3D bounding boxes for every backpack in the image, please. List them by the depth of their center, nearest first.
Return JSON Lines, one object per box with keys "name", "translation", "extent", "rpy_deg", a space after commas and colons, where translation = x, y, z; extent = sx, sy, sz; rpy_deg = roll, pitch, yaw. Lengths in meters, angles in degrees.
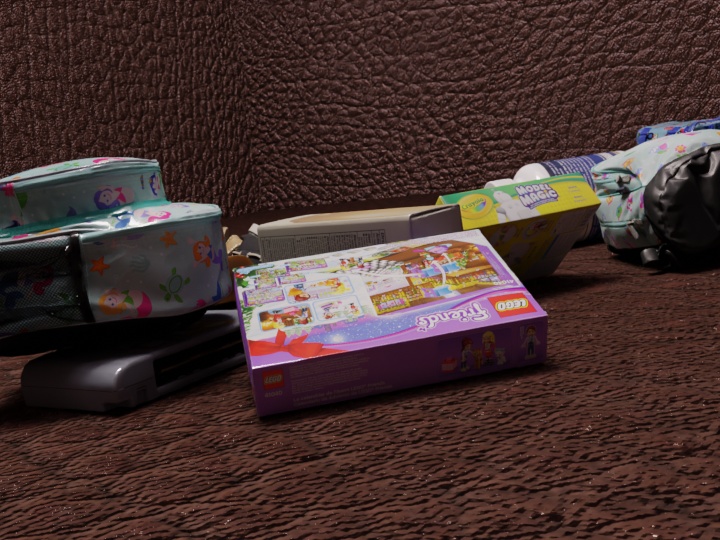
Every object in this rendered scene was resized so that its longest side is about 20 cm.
{"name": "backpack", "translation": [-0.203, -0.012, 0.689], "extent": [0.195, 0.154, 0.178], "rpy_deg": [-4, 6, -3]}
{"name": "backpack", "translation": [0.332, -0.078, 0.917], "extent": [0.163, 0.129, 0.200], "rpy_deg": [-13, 5, -10]}
{"name": "backpack", "translation": [0.577, -0.181, 1.424], "extent": [0.180, 0.138, 0.198], "rpy_deg": [-14, 12, -33]}

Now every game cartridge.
{"name": "game cartridge", "translation": [-0.167, 0.068, 0.708], "extent": [0.131, 0.042, 0.199], "rpy_deg": [2, 12, 33]}

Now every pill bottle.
{"name": "pill bottle", "translation": [0.266, -0.091, 1.145], "extent": [0.196, 0.114, 0.111], "rpy_deg": [-9, 7, -12]}

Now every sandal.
{"name": "sandal", "translation": [-0.181, -0.007, 1.246], "extent": [0.068, 0.079, 0.212], "rpy_deg": [12, 13, -3]}

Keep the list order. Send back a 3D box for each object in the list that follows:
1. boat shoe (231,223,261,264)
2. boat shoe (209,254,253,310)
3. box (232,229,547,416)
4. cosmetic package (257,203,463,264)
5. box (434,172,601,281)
{"name": "boat shoe", "translation": [-0.109, -0.005, 1.103], "extent": [0.061, 0.074, 0.199], "rpy_deg": [-49, 36, -8]}
{"name": "boat shoe", "translation": [-0.206, 0.022, 0.985], "extent": [0.069, 0.072, 0.199], "rpy_deg": [-8, -1, 34]}
{"name": "box", "translation": [0.014, 0.030, 0.605], "extent": [0.196, 0.040, 0.137], "rpy_deg": [-9, 28, -9]}
{"name": "cosmetic package", "translation": [0.000, 0.000, 0.774], "extent": [0.198, 0.108, 0.070], "rpy_deg": [2, 13, 45]}
{"name": "box", "translation": [0.126, -0.028, 0.842], "extent": [0.197, 0.049, 0.118], "rpy_deg": [-13, -32, -29]}
